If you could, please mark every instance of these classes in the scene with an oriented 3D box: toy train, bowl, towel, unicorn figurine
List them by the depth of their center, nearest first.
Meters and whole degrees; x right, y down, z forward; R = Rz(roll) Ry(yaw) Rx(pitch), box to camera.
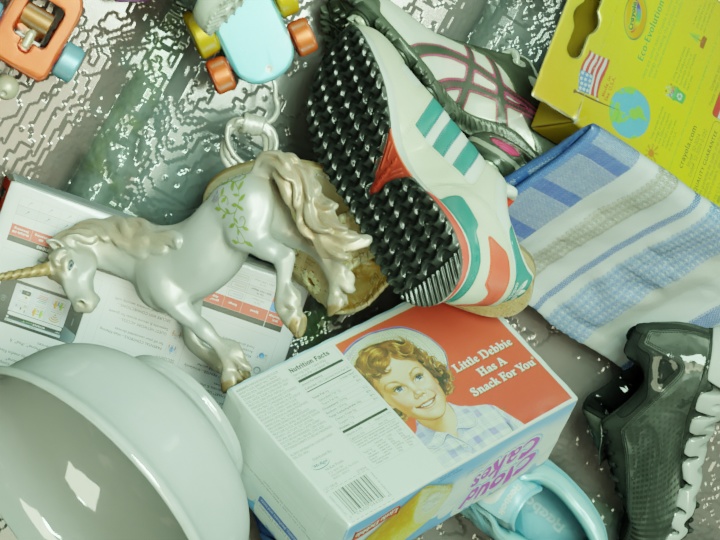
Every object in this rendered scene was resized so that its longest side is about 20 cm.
[{"bbox_3d":[-0.131,0.114,1.207,0.090,0.200,0.202,-41,105,-34],"label":"bowl"},{"bbox_3d":[-0.096,0.001,1.233,0.199,0.074,0.138,-36,88,8],"label":"unicorn figurine"},{"bbox_3d":[-0.128,-0.147,1.280,0.199,0.056,0.151,25,94,-12],"label":"toy train"},{"bbox_3d":[0.159,-0.007,1.307,0.199,0.024,0.146,32,132,-32],"label":"towel"}]

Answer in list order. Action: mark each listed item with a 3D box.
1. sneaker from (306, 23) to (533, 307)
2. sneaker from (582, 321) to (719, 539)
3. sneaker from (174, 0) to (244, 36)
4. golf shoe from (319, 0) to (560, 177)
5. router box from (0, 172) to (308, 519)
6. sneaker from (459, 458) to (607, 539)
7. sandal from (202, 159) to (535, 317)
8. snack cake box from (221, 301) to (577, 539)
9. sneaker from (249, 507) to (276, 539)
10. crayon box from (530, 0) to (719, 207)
[{"bbox_3d":[0.039,-0.058,1.241,0.093,0.201,0.070,10,134,-42],"label":"sneaker"},{"bbox_3d":[0.183,0.113,1.363,0.090,0.067,0.202,14,119,2],"label":"sneaker"},{"bbox_3d":[-0.073,-0.231,1.235,0.099,0.070,0.201,35,48,0],"label":"sneaker"},{"bbox_3d":[0.059,-0.113,1.326,0.200,0.077,0.088,45,59,-11],"label":"golf shoe"},{"bbox_3d":[-0.154,0.058,1.299,0.198,0.049,0.181,20,93,-14],"label":"router box"},{"bbox_3d":[0.081,0.126,1.343,0.199,0.082,0.074,31,88,-11],"label":"sneaker"},{"bbox_3d":[0.001,-0.004,1.259,0.210,0.070,0.078,16,132,-1],"label":"sandal"},{"bbox_3d":[0.021,0.094,1.268,0.199,0.068,0.115,-24,59,-37],"label":"snack cake box"},{"bbox_3d":[-0.038,0.210,1.316,0.111,0.077,0.200,-45,125,-7],"label":"sneaker"},{"bbox_3d":[0.190,-0.116,1.322,0.199,0.051,0.128,30,74,-26],"label":"crayon box"}]
